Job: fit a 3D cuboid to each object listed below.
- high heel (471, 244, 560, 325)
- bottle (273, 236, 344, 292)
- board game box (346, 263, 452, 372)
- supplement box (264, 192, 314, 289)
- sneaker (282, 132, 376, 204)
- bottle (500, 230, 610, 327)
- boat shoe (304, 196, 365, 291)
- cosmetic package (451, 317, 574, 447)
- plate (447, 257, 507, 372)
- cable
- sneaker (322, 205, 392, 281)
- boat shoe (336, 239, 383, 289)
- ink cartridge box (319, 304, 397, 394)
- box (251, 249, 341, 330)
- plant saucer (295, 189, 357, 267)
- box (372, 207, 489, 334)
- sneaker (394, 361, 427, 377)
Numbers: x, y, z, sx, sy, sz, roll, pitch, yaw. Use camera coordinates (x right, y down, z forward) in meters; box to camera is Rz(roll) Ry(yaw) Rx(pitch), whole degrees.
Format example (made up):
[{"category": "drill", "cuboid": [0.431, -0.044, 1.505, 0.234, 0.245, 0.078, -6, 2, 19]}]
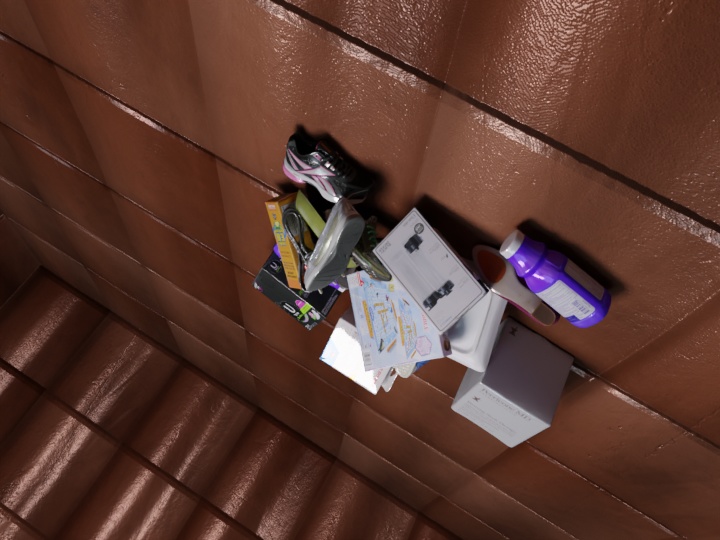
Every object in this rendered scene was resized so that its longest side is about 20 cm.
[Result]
[{"category": "high heel", "cuboid": [0.287, 0.028, 1.109, 0.201, 0.068, 0.096, 49, -163, 14]}, {"category": "bottle", "cuboid": [-0.110, -0.025, 1.423, 0.197, 0.085, 0.065, 35, -172, -9]}, {"category": "board game box", "cuboid": [0.074, 0.085, 1.196, 0.195, 0.041, 0.207, -16, 82, 37]}, {"category": "supplement box", "cuboid": [-0.149, -0.066, 1.331, 0.066, 0.068, 0.207, 5, 113, 54]}, {"category": "sneaker", "cuboid": [-0.063, -0.195, 1.120, 0.194, 0.081, 0.088, 21, 139, 12]}, {"category": "bottle", "cuboid": [0.324, 0.012, 1.005, 0.198, 0.066, 0.084, 37, 152, -5]}, {"category": "boat shoe", "cuboid": [-0.058, -0.043, 1.135, 0.065, 0.073, 0.205, 55, 134, 30]}, {"category": "cosmetic package", "cuboid": [0.320, 0.242, 1.278, 0.164, 0.168, 0.201, 30, 152, 6]}, {"category": "plate", "cuboid": [0.181, 0.075, 1.176, 0.195, 0.032, 0.207, 21, 106, 23]}, {"category": "cable", "cuboid": [-0.122, -0.037, 1.300, 0.202, 0.096, 0.050, 55, -176, -11]}, {"category": "sneaker", "cuboid": [0.008, -0.068, 1.183, 0.201, 0.088, 0.077, 50, 180, 16]}, {"category": "boat shoe", "cuboid": [0.000, 0.000, 1.320, 0.074, 0.074, 0.199, 39, 141, -13]}, {"category": "ink cartridge box", "cuboid": [0.017, 0.209, 1.549, 0.196, 0.131, 0.125, 31, -163, 5]}, {"category": "box", "cuboid": [-0.155, 0.030, 1.514, 0.198, 0.126, 0.148, 38, 153, -6]}, {"category": "plant saucer", "cuboid": [-0.078, -0.080, 1.250, 0.202, 0.031, 0.200, 54, 180, 0]}, {"category": "box", "cuboid": [0.129, 0.001, 1.093, 0.201, 0.117, 0.060, 50, -166, 13]}, {"category": "sneaker", "cuboid": [0.161, 0.169, 1.432, 0.077, 0.110, 0.202, 43, 132, 16]}]
